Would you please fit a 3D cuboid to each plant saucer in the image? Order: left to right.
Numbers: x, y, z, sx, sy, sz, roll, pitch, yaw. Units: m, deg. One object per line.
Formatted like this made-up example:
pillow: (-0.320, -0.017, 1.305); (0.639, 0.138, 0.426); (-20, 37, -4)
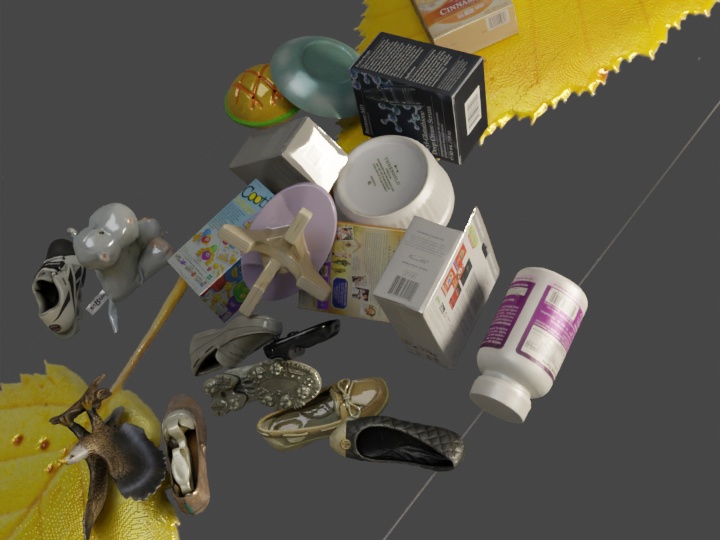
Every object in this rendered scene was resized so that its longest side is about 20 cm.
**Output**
plant saucer: (-0.060, -0.360, 1.552); (0.199, 0.039, 0.203); (10, 54, -14)

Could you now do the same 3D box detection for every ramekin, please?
ramekin: (0.046, -0.129, 1.414); (0.200, 0.094, 0.204); (-8, 60, 14)

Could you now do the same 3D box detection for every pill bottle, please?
pill bottle: (0.230, 0.106, 1.213); (0.112, 0.112, 0.201); (21, 70, 27)

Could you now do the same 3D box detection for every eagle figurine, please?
eagle figurine: (-0.390, 0.285, 1.311); (0.150, 0.152, 0.201); (-27, 74, -30)

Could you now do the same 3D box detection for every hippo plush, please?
hippo plush: (-0.436, -0.038, 1.482); (0.159, 0.161, 0.201); (30, 74, 29)

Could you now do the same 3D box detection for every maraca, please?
maraca: (-0.151, -0.323, 1.581); (0.198, 0.107, 0.138); (-16, 60, -1)

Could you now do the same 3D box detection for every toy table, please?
toy table: (-0.118, -0.029, 1.297); (0.182, 0.117, 0.202); (21, 109, -1)

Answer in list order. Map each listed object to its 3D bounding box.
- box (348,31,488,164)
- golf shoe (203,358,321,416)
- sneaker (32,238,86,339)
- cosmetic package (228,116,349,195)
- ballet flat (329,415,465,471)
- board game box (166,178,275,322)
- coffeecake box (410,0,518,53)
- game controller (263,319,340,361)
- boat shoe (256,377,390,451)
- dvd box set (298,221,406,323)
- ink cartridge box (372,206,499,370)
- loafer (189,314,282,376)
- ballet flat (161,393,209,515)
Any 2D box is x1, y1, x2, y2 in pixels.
box: (0.099, -0.287, 1.443); (0.199, 0.149, 0.107); (22, 59, 28)
golf shoe: (-0.136, 0.161, 1.301); (0.198, 0.097, 0.079); (-8, 101, 27)
sneaker: (-0.536, 0.014, 1.532); (0.073, 0.089, 0.201); (-21, 56, 7)
cosmetic package: (-0.122, -0.178, 1.441); (0.199, 0.107, 0.091); (6, 60, 56)
ballet flat: (0.048, 0.244, 1.220); (0.198, 0.057, 0.067); (0, 103, 17)
board game box: (-0.198, -0.032, 1.435); (0.200, 0.103, 0.105); (-43, 58, -8)
coffeecake box: (0.178, -0.492, 1.585); (0.152, 0.073, 0.201); (-23, 57, 6)
game controller: (-0.082, 0.098, 1.281); (0.104, 0.200, 0.042); (-31, 87, 1)
boat shoe: (-0.053, 0.206, 1.279); (0.199, 0.063, 0.074); (-20, 58, 7)
dvd box set: (0.000, 0.000, 1.351); (0.198, 0.029, 0.148); (7, 101, 22)
ink cartridge box: (0.116, 0.018, 1.246); (0.083, 0.200, 0.177); (20, 70, 27)
loafer: (-0.193, 0.118, 1.343); (0.199, 0.070, 0.070); (-23, 55, 41)
ballet flat: (-0.267, 0.267, 1.313); (0.068, 0.067, 0.201); (-23, 57, 4)
